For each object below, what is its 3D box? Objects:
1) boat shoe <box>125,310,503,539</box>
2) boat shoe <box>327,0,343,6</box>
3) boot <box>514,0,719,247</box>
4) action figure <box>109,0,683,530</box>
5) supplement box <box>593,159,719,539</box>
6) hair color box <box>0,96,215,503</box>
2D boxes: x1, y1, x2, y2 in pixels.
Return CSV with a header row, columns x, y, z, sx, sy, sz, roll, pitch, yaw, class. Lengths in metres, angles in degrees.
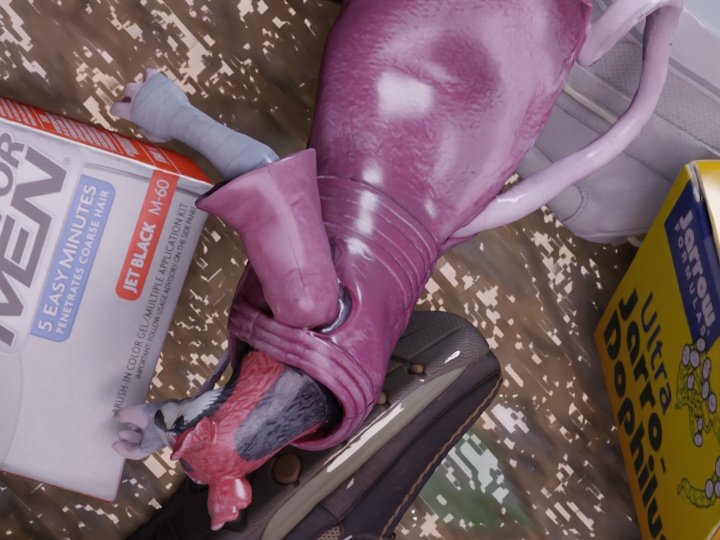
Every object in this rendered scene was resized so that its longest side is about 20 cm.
x,y,z,sx,sy,sz,roll,pitch,yaw,class
-0.025,0.095,0.893,0.200,0.075,0.073,-42,116,6,boat shoe
0.003,-0.115,0.853,0.198,0.068,0.073,2,98,-14,boat shoe
0.124,-0.041,0.904,0.199,0.074,0.095,32,123,-29,boot
0.000,0.000,0.789,0.148,0.134,0.201,14,53,12,action figure
0.193,0.037,0.864,0.198,0.110,0.109,-1,57,-16,supplement box
-0.158,-0.010,0.840,0.199,0.064,0.112,17,97,-14,hair color box
